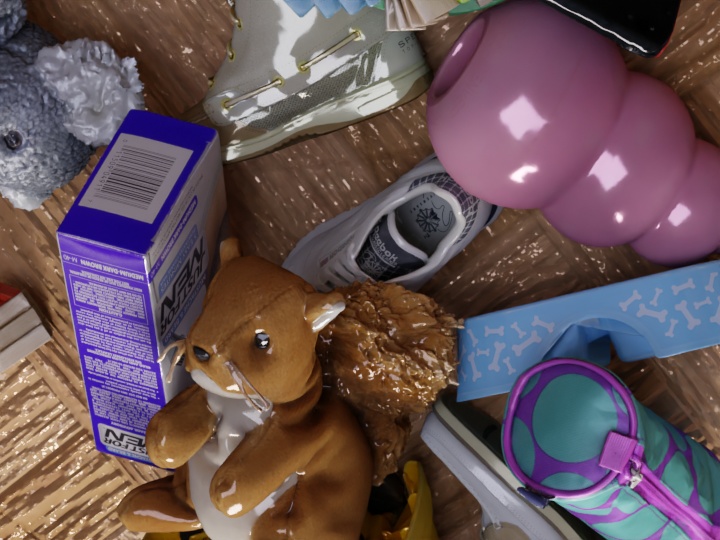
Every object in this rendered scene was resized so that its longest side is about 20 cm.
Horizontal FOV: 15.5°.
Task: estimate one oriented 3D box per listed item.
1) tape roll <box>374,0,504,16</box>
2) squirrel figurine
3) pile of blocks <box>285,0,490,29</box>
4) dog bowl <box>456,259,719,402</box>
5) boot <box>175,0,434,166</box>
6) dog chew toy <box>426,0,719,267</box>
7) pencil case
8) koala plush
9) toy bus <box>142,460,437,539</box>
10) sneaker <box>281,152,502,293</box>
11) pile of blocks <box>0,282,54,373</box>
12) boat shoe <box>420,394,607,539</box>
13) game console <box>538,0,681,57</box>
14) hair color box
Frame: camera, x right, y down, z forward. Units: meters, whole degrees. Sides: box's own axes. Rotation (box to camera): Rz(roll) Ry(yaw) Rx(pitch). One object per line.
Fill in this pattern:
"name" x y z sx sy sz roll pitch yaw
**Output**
"tape roll" 0.040 -0.248 1.529 0.199 0.048 0.202 -1 100 -4
"squirrel figurine" -0.040 0.065 1.557 0.141 0.199 0.188 27 132 39
"pile of blocks" 0.008 -0.172 1.476 0.199 0.062 0.083 -6 100 -3
"dog bowl" 0.148 0.034 1.586 0.199 0.111 0.050 -13 87 18
"boot" -0.071 -0.149 1.605 0.199 0.072 0.155 -18 101 13
"dog chew toy" 0.138 -0.071 1.552 0.199 0.125 0.125 32 112 -14
"pencil case" 0.153 0.117 1.558 0.092 0.200 0.085 38 92 30
"koala plush" -0.236 -0.126 1.616 0.200 0.184 0.177 38 138 -13
"toy bus" -0.030 0.234 1.678 0.199 0.136 0.193 -13 119 17
"sneaker" 0.000 0.000 1.626 0.076 0.081 0.200 44 113 -3
"pile of blocks" -0.288 0.063 1.716 0.199 0.082 0.062 -32 96 21
"boat shoe" 0.105 0.165 1.649 0.200 0.075 0.068 44 106 -2
"game console" 0.110 -0.234 1.471 0.199 0.031 0.178 25 74 -24
"hair color box" -0.123 0.015 1.598 0.064 0.110 0.201 15 141 15
